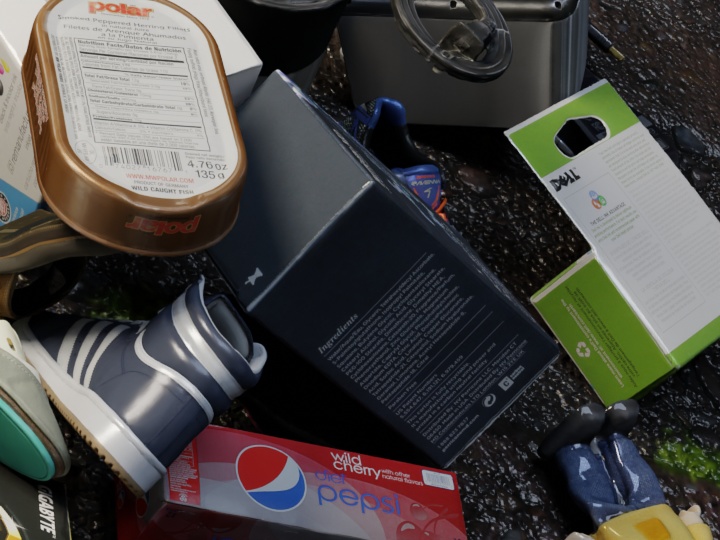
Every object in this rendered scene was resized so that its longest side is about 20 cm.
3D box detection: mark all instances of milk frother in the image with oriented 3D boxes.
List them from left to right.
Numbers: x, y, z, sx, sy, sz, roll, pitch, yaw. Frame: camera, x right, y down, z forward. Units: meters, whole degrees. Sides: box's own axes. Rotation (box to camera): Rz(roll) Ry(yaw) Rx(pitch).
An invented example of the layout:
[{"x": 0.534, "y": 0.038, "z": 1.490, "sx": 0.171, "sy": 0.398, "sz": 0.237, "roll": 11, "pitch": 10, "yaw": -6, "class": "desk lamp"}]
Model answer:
[{"x": -0.025, "y": -0.142, "z": 1.460, "sx": 0.180, "sy": 0.188, "sz": 0.200, "roll": -28, "pitch": 71, "yaw": -30, "class": "milk frother"}]

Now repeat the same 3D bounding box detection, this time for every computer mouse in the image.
[{"x": 0.175, "y": -0.132, "z": 1.741, "sx": 0.200, "sy": 0.046, "sz": 0.140, "roll": 41, "pitch": 40, "yaw": 16, "class": "computer mouse"}]

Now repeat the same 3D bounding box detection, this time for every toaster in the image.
[{"x": 0.087, "y": -0.205, "z": 1.643, "sx": 0.199, "sy": 0.119, "sz": 0.181, "roll": 2, "pitch": 43, "yaw": 9, "class": "toaster"}]

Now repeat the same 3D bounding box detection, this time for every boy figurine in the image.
[{"x": 0.185, "y": 0.181, "z": 1.440, "sx": 0.124, "sy": 0.065, "sz": 0.201, "roll": 1, "pitch": 49, "yaw": -39, "class": "boy figurine"}]

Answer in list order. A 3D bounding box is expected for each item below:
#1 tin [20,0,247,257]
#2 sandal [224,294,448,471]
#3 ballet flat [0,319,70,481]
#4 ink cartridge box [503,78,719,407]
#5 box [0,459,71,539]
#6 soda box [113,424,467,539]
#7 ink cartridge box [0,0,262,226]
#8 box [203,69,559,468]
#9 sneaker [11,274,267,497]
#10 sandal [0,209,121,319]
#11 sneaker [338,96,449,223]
[{"x": -0.123, "y": -0.086, "z": 1.226, "sx": 0.111, "sy": 0.042, "sz": 0.201, "roll": 7, "pitch": 40, "yaw": -22, "class": "tin"}, {"x": -0.029, "y": 0.093, "z": 1.389, "sx": 0.200, "sy": 0.045, "sz": 0.075, "roll": 41, "pitch": 44, "yaw": -19, "class": "sandal"}, {"x": -0.224, "y": 0.042, "z": 1.230, "sx": 0.199, "sy": 0.068, "sz": 0.064, "roll": 29, "pitch": 53, "yaw": 21, "class": "ballet flat"}, {"x": 0.179, "y": -0.021, "z": 1.591, "sx": 0.148, "sy": 0.076, "sz": 0.200, "roll": -29, "pitch": 81, "yaw": -47, "class": "ink cartridge box"}, {"x": -0.224, "y": 0.137, "z": 1.128, "sx": 0.159, "sy": 0.050, "sz": 0.200, "roll": 22, "pitch": 13, "yaw": -15, "class": "box"}, {"x": -0.040, "y": 0.143, "z": 1.305, "sx": 0.199, "sy": 0.070, "sz": 0.064, "roll": 14, "pitch": 46, "yaw": -25, "class": "soda box"}, {"x": -0.187, "y": -0.137, "z": 1.385, "sx": 0.146, "sy": 0.147, "sz": 0.200, "roll": -22, "pitch": 66, "yaw": -32, "class": "ink cartridge box"}, {"x": 0.000, "y": 0.000, "z": 1.351, "sx": 0.200, "sy": 0.107, "sz": 0.149, "roll": 40, "pitch": 8, "yaw": -40, "class": "box"}, {"x": -0.123, "y": 0.045, "z": 1.252, "sx": 0.070, "sy": 0.108, "sz": 0.200, "roll": 50, "pitch": -6, "yaw": -30, "class": "sneaker"}, {"x": -0.181, "y": -0.002, "z": 1.265, "sx": 0.082, "sy": 0.199, "sz": 0.055, "roll": -28, "pitch": 103, "yaw": -45, "class": "sandal"}, {"x": 0.028, "y": -0.033, "z": 1.512, "sx": 0.075, "sy": 0.079, "sz": 0.201, "roll": -7, "pitch": 57, "yaw": -39, "class": "sneaker"}]
